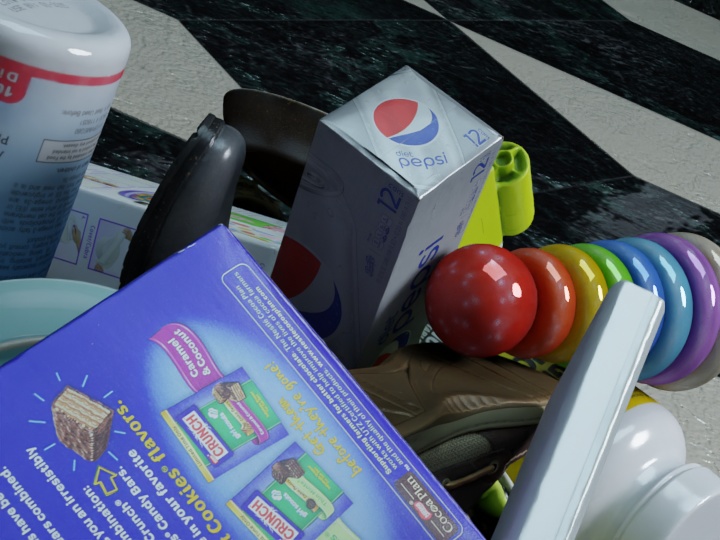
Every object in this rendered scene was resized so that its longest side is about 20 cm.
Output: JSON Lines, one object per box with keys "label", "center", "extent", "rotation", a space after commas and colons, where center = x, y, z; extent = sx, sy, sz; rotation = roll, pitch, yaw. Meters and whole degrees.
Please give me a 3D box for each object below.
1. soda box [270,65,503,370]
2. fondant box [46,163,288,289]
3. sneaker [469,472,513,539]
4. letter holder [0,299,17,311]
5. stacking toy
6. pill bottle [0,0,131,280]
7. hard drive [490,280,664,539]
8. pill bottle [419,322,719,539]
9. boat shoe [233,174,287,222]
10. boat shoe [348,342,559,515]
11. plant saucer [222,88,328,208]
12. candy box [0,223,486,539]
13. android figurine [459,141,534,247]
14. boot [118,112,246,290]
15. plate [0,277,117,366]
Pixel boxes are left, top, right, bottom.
{"label": "soda box", "center": [0.000, 0.000, 0.953], "extent": [0.063, 0.201, 0.068], "rotation": [39, 49, 17]}
{"label": "fondant box", "center": [-0.122, -0.016, 1.085], "extent": [0.199, 0.059, 0.144], "rotation": [16, 6, 14]}
{"label": "sneaker", "center": [0.044, 0.121, 0.990], "extent": [0.075, 0.077, 0.200], "rotation": [4, 26, -39]}
{"label": "letter holder", "center": [-0.173, 0.086, 0.831], "extent": [0.199, 0.143, 0.101], "rotation": [22, -12, -8]}
{"label": "stacking toy", "center": [0.107, 0.015, 0.979], "extent": [0.199, 0.086, 0.085], "rotation": [6, 26, -45]}
{"label": "pill bottle", "center": [-0.194, -0.045, 0.956], "extent": [0.108, 0.201, 0.109], "rotation": [21, 20, -8]}
{"label": "hard drive", "center": [0.068, 0.117, 0.808], "extent": [0.026, 0.132, 0.201], "rotation": [25, 59, 4]}
{"label": "pill bottle", "center": [0.103, 0.098, 1.061], "extent": [0.200, 0.113, 0.112], "rotation": [36, 24, 31]}
{"label": "boat shoe", "center": [-0.064, -0.022, 1.244], "extent": [0.073, 0.063, 0.200], "rotation": [9, 24, -33]}
{"label": "boat shoe", "center": [0.030, 0.084, 0.906], "extent": [0.072, 0.072, 0.200], "rotation": [25, 19, 29]}
{"label": "plant saucer", "center": [-0.007, -0.051, 1.242], "extent": [0.199, 0.032, 0.200], "rotation": [28, -10, 5]}
{"label": "candy box", "center": [-0.081, 0.106, 0.701], "extent": [0.200, 0.077, 0.169], "rotation": [-33, 78, -31]}
{"label": "android figurine", "center": [0.033, 0.006, 1.124], "extent": [0.041, 0.182, 0.200], "rotation": [37, -20, 25]}
{"label": "boot", "center": [-0.052, 0.034, 0.926], "extent": [0.131, 0.201, 0.070], "rotation": [21, 24, 4]}
{"label": "plate", "center": [-0.121, 0.094, 0.759], "extent": [0.199, 0.201, 0.026], "rotation": [21, -24, -9]}
